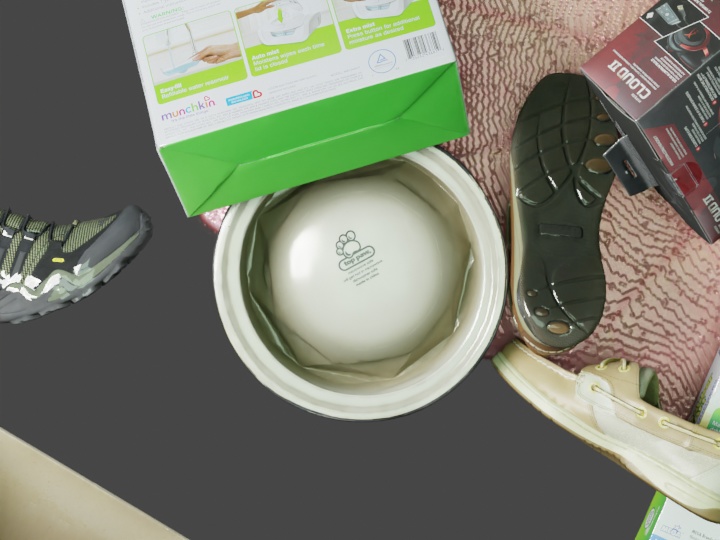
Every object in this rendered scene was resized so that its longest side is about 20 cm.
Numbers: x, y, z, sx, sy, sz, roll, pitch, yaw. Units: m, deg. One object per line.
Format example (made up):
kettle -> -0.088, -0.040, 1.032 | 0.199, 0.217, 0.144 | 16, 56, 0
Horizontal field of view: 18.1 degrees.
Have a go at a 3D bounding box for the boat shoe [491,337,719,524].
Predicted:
boat shoe -> 0.182, 0.095, 1.536 | 0.200, 0.074, 0.067 | 33, 94, 21

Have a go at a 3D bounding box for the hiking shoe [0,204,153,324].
hiking shoe -> -0.242, -0.014, 1.539 | 0.199, 0.076, 0.101 | -23, 97, 1

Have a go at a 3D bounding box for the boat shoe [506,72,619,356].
boat shoe -> 0.130, -0.036, 1.540 | 0.075, 0.074, 0.201 | 10, 68, -5

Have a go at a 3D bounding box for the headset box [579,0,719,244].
headset box -> 0.250, -0.124, 1.505 | 0.200, 0.075, 0.149 | -40, 136, 1

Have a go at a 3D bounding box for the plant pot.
plant pot -> -0.243, 0.241, 1.504 | 0.199, 0.200, 0.178 | 31, 103, -3

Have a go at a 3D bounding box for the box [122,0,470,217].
box -> -0.048, -0.156, 1.487 | 0.199, 0.097, 0.177 | -17, 60, 0

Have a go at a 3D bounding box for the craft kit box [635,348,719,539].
craft kit box -> 0.321, 0.140, 1.571 | 0.199, 0.049, 0.198 | 24, 95, -3

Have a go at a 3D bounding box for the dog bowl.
dog bowl -> 0.000, 0.000, 1.547 | 0.199, 0.074, 0.201 | 0, 94, -1
